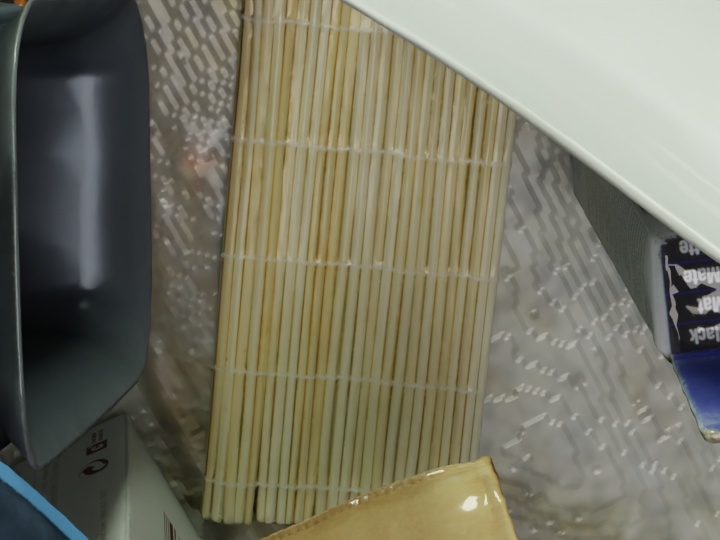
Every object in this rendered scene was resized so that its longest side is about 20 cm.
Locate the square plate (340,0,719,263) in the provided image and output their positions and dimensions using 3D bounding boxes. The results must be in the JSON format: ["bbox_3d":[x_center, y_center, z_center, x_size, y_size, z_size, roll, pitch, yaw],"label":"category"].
[{"bbox_3d":[0.102,-0.117,0.714,0.198,0.200,0.028,-49,149,-7],"label":"square plate"}]

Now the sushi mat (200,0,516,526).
[{"bbox_3d":[0.000,0.000,0.847,0.095,0.012,0.201,3,111,-8],"label":"sushi mat"}]

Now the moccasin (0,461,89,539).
[{"bbox_3d":[-0.100,0.098,0.648,0.200,0.068,0.080,36,134,-15],"label":"moccasin"}]

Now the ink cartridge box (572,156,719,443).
[{"bbox_3d":[0.175,-0.019,0.757,0.199,0.200,0.041,-7,112,-4],"label":"ink cartridge box"}]

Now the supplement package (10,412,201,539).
[{"bbox_3d":[-0.139,0.158,0.838,0.199,0.117,0.117,-27,112,5],"label":"supplement package"}]

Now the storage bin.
[{"bbox_3d":[-0.142,-0.027,0.729,0.134,0.200,0.146,0,97,4],"label":"storage bin"}]

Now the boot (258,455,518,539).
[{"bbox_3d":[-0.030,0.165,0.756,0.199,0.066,0.176,-17,112,-1],"label":"boot"}]
